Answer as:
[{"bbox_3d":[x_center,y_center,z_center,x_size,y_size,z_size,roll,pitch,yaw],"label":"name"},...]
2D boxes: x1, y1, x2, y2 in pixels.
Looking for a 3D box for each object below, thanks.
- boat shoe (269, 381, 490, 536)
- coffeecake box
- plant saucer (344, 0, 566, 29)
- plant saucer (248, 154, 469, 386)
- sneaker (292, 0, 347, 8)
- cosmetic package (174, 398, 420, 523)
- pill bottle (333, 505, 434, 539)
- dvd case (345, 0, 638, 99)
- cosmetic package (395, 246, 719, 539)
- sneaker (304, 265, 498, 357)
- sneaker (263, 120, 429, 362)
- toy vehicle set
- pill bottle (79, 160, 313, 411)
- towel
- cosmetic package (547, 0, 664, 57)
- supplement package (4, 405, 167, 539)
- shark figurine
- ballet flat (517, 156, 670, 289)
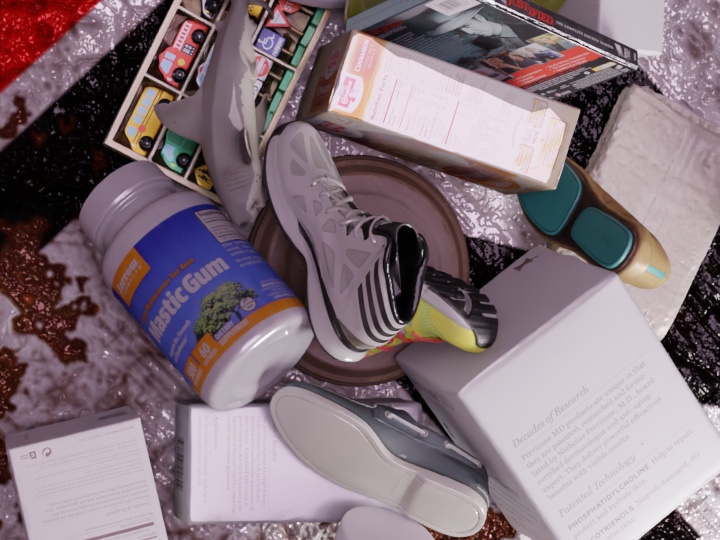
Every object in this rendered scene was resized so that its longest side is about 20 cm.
[{"bbox_3d":[0.018,0.144,1.626,0.200,0.073,0.062,31,40,-5],"label":"boat shoe"},{"bbox_3d":[0.060,-0.129,1.660,0.199,0.153,0.073,18,87,-11],"label":"coffeecake box"},{"bbox_3d":[0.081,-0.240,1.662,0.199,0.200,0.031,-7,59,-12],"label":"plant saucer"},{"bbox_3d":[0.000,0.000,1.713,0.199,0.029,0.201,0,89,-12],"label":"plant saucer"},{"bbox_3d":[0.022,-0.284,1.663,0.200,0.118,0.074,-9,65,-16],"label":"sneaker"},{"bbox_3d":[-0.053,0.159,1.673,0.199,0.074,0.102,2,89,-14],"label":"cosmetic package"},{"bbox_3d":[-0.007,0.298,1.634,0.111,0.111,0.200,15,113,-11],"label":"pill bottle"},{"bbox_3d":[0.109,-0.187,1.643,0.200,0.146,0.022,17,69,-34],"label":"dvd case"},{"bbox_3d":[0.167,0.113,1.663,0.166,0.167,0.200,-37,107,-9],"label":"cosmetic package"},{"bbox_3d":[0.030,0.036,1.630,0.078,0.200,0.091,13,100,-48],"label":"sneaker"},{"bbox_3d":[-0.001,-0.039,1.563,0.076,0.115,0.201,-6,73,-45],"label":"sneaker"},{"bbox_3d":[-0.119,-0.167,1.687,0.124,0.027,0.200,26,85,-11],"label":"toy vehicle set"},{"bbox_3d":[-0.138,0.007,1.614,0.112,0.112,0.200,-40,70,-9],"label":"pill bottle"},{"bbox_3d":[0.251,-0.054,1.762,0.132,0.034,0.200,28,86,-9],"label":"towel"},{"bbox_3d":[0.209,-0.282,1.713,0.074,0.102,0.201,1,92,-28],"label":"cosmetic package"},{"bbox_3d":[-0.214,0.224,1.625,0.109,0.114,0.201,-13,94,-10],"label":"supplement package"},{"bbox_3d":[-0.120,-0.147,1.595,0.089,0.128,0.215,-2,79,4],"label":"shark figurine"},{"bbox_3d":[0.195,-0.038,1.687,0.063,0.200,0.069,25,106,-34],"label":"ballet flat"}]
